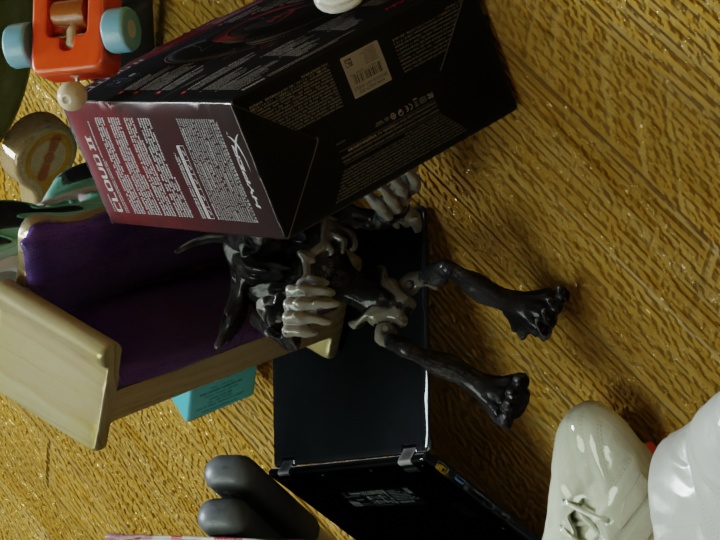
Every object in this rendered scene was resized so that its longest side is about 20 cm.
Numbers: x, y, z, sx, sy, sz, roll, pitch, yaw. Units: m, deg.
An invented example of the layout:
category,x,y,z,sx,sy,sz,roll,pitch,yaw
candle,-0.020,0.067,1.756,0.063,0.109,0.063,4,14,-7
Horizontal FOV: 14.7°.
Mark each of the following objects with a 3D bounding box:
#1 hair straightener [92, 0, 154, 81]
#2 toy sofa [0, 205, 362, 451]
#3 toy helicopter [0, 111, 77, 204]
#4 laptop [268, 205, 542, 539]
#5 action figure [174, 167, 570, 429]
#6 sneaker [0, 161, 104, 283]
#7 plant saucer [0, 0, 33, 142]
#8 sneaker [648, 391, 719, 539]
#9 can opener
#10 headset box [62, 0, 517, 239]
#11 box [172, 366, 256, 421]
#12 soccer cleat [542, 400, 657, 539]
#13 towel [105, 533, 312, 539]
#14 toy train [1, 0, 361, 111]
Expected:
category,x,y,z,sx,sy,sz,roll,pitch,yaw
hair straightener,-0.133,-0.090,1.656,0.077,0.041,0.200,42,148,32
toy sofa,-0.094,0.012,1.475,0.083,0.200,0.098,30,122,32
toy helicopter,-0.198,-0.009,1.741,0.079,0.132,0.200,39,146,42
laptop,0.037,0.080,1.562,0.200,0.116,0.187,39,159,-18
action figure,0.000,0.000,1.393,0.200,0.119,0.102,22,160,11
sneaker,-0.162,0.027,1.522,0.078,0.200,0.140,6,107,30
plant saucer,-0.254,-0.158,1.638,0.031,0.200,0.200,0,121,24
sneaker,0.204,0.151,1.296,0.200,0.074,0.116,66,156,11
can opener,-0.034,0.161,1.643,0.066,0.053,0.200,-5,153,24
headset box,-0.043,-0.083,1.394,0.200,0.149,0.075,5,121,57
box,-0.096,-0.004,1.658,0.082,0.049,0.200,53,153,30
soccer cleat,0.118,0.156,1.430,0.069,0.078,0.200,34,143,40
towel,-0.031,0.186,1.600,0.200,0.023,0.144,-2,155,32
toy train,-0.080,-0.158,1.381,0.200,0.056,0.150,-10,76,22
